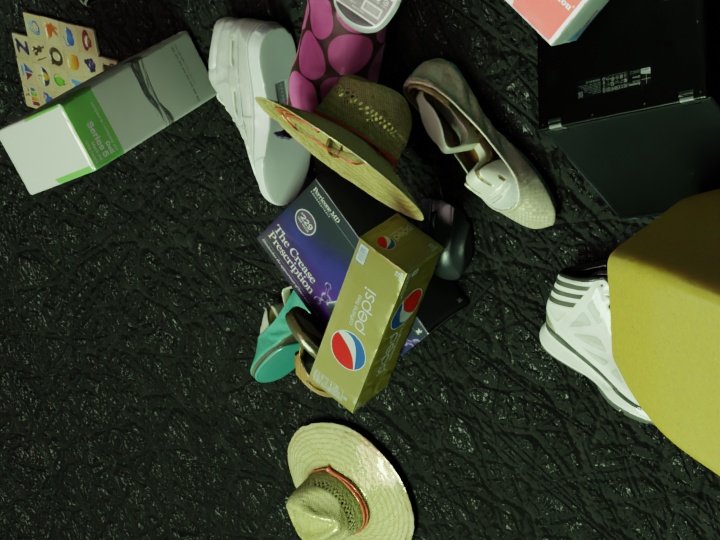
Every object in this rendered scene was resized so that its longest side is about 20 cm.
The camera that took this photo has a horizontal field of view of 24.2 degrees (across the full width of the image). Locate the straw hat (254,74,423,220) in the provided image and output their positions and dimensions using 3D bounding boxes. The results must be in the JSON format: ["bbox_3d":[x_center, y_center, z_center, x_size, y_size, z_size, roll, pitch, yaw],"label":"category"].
[{"bbox_3d":[0.003,-0.140,1.613,0.200,0.085,0.201,34,175,3],"label":"straw hat"}]

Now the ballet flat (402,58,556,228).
[{"bbox_3d":[0.109,-0.112,1.615,0.201,0.062,0.067,53,141,4],"label":"ballet flat"}]

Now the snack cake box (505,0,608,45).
[{"bbox_3d":[0.138,-0.301,1.422,0.200,0.067,0.115,47,117,11],"label":"snack cake box"}]

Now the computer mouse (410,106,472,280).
[{"bbox_3d":[0.075,-0.078,1.696,0.058,0.034,0.202,13,124,42],"label":"computer mouse"}]

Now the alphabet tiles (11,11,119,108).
[{"bbox_3d":[-0.355,-0.229,2.063,0.199,0.006,0.168,19,128,38],"label":"alphabet tiles"}]

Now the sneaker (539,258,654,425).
[{"bbox_3d":[0.253,0.062,1.572,0.200,0.075,0.116,32,137,31],"label":"sneaker"}]

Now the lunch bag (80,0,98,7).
[{"bbox_3d":[-0.295,-0.386,1.808,0.200,0.117,0.165,-22,99,57],"label":"lunch bag"}]

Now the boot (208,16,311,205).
[{"bbox_3d":[-0.111,-0.175,1.806,0.095,0.073,0.202,20,121,44],"label":"boot"}]

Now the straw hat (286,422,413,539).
[{"bbox_3d":[-0.039,0.284,2.008,0.200,0.085,0.203,26,131,33],"label":"straw hat"}]

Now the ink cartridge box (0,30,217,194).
[{"bbox_3d":[-0.279,-0.175,1.867,0.145,0.200,0.085,-14,108,50],"label":"ink cartridge box"}]

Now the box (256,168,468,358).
[{"bbox_3d":[0.000,0.000,1.791,0.201,0.079,0.141,53,136,4],"label":"box"}]

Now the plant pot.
[{"bbox_3d":[0.316,0.038,1.401,0.199,0.194,0.197,26,136,39],"label":"plant pot"}]

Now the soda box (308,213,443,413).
[{"bbox_3d":[0.014,0.045,1.698,0.064,0.068,0.201,37,132,18],"label":"soda box"}]

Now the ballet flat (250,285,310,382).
[{"bbox_3d":[-0.076,0.059,1.935,0.200,0.067,0.071,-46,56,50],"label":"ballet flat"}]

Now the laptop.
[{"bbox_3d":[0.260,-0.157,1.469,0.186,0.115,0.202,-7,82,48],"label":"laptop"}]

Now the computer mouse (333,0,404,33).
[{"bbox_3d":[0.038,-0.312,1.536,0.109,0.044,0.201,36,116,15],"label":"computer mouse"}]

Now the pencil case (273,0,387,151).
[{"bbox_3d":[-0.027,-0.214,1.672,0.094,0.090,0.201,48,140,31],"label":"pencil case"}]

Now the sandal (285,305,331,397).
[{"bbox_3d":[-0.043,0.107,1.857,0.082,0.054,0.200,54,179,28],"label":"sandal"}]
